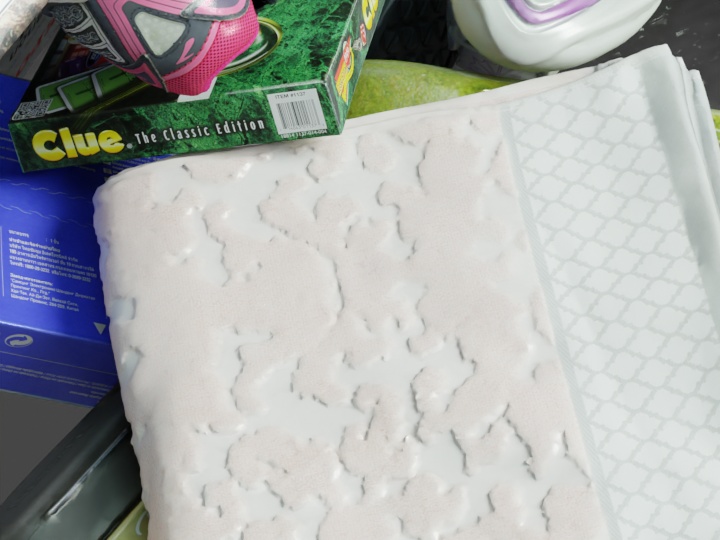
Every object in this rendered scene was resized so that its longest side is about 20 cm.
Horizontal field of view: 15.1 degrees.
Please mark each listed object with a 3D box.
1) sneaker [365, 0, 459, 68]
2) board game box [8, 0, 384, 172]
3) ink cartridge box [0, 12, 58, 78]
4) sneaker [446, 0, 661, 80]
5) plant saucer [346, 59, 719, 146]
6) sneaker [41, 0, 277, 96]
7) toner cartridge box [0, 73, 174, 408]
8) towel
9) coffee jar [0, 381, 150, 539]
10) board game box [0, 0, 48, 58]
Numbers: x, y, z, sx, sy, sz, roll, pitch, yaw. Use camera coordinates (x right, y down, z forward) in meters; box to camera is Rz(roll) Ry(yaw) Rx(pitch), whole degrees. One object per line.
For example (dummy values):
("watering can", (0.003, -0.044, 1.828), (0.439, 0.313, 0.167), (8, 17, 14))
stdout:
("sneaker", (0.007, -0.142, 1.017), (0.083, 0.072, 0.200), (7, 55, 19))
("board game box", (-0.040, -0.097, 0.896), (0.105, 0.023, 0.200), (-5, 32, 14))
("ink cartridge box", (-0.119, -0.158, 0.905), (0.084, 0.200, 0.145), (28, 58, 0))
("sneaker", (0.066, -0.095, 0.930), (0.075, 0.100, 0.200), (20, 25, 2))
("plant saucer", (0.092, 0.018, 0.861), (0.200, 0.048, 0.200), (7, 59, -22))
("sneaker", (-0.055, -0.100, 0.821), (0.075, 0.081, 0.200), (41, 22, -5))
("toner cartridge box", (-0.096, -0.008, 0.873), (0.200, 0.043, 0.095), (14, 54, -32))
("towel", (0.026, 0.037, 0.781), (0.191, 0.032, 0.200), (-15, 60, 3))
("coffee jar", (-0.026, 0.126, 0.828), (0.200, 0.085, 0.104), (37, 59, 9))
("board game box", (-0.207, -0.049, 0.693), (0.159, 0.097, 0.200), (43, 67, -17))
